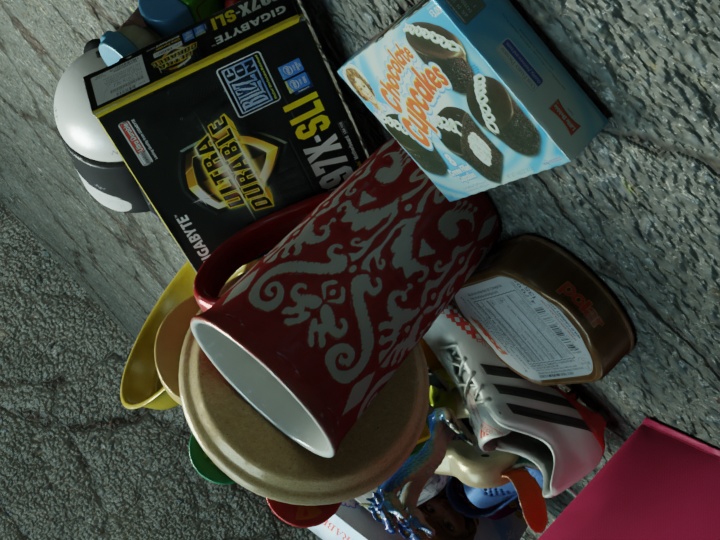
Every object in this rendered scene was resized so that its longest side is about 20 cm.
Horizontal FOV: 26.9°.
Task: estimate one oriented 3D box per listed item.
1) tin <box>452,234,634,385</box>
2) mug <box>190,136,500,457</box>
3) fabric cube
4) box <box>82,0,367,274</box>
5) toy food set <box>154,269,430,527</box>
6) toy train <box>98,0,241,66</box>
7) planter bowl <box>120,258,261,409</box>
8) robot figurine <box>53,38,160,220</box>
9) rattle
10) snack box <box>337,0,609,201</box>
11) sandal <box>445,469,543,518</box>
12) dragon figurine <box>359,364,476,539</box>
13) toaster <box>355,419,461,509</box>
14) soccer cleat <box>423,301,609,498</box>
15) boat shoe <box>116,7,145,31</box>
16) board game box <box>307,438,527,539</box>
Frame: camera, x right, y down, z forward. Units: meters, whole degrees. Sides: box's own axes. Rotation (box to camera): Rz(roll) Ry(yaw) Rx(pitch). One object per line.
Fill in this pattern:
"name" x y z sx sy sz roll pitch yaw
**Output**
"tin" 0.125 0.032 1.085 0.112 0.042 0.200 52 166 -4
"mug" -0.020 -0.002 1.057 0.177 0.200 0.134 39 163 15
"fabric cube" 0.239 0.264 1.063 0.201 0.199 0.196 54 163 -29
"box" -0.086 -0.094 1.089 0.050 0.158 0.201 64 180 40
"toy food set" -0.044 0.087 1.129 0.199 0.198 0.049 63 158 18
"toy train" -0.120 -0.147 1.136 0.084 0.116 0.201 38 164 27
"planter bowl" -0.125 0.058 1.351 0.083 0.202 0.200 36 170 -21
"robot figurine" -0.223 -0.134 1.460 0.149 0.126 0.200 24 160 13
"rattle" 0.103 0.108 1.244 0.200 0.129 0.145 -134 48 -66
"snack box" 0.060 -0.105 0.896 0.116 0.037 0.200 49 166 -7
"sandal" 0.132 0.187 1.389 0.080 0.087 0.200 46 164 6
"dragon figurine" 0.027 0.120 1.210 0.059 0.099 0.201 45 -163 -57
"toaster" 0.019 0.137 1.401 0.129 0.113 0.201 44 -149 -20
"soccer cleat" 0.105 0.096 1.195 0.200 0.085 0.069 41 152 13
"boat shoe" -0.158 -0.154 1.313 0.072 0.072 0.201 37 163 32
"board game box" 0.059 0.231 1.472 0.199 0.200 0.041 36 128 5
